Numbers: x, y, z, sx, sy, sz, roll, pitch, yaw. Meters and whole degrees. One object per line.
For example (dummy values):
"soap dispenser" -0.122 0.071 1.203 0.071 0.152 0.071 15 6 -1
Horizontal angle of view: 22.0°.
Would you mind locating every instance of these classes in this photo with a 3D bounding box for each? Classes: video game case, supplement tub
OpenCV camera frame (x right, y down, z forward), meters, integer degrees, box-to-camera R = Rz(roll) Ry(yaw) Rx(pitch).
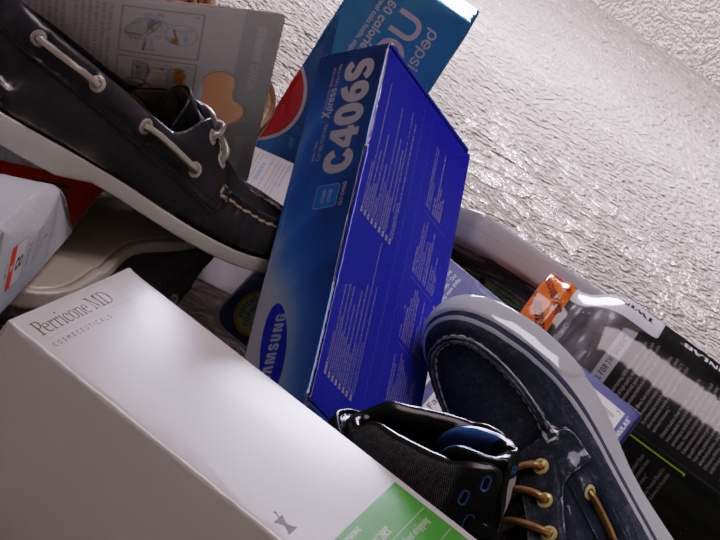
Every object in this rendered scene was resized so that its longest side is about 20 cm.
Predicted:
"video game case" 0.074 -0.007 1.164 0.200 0.023 0.181 30 -5 -41
"supplement tub" 0.159 0.097 1.033 0.200 0.123 0.123 37 18 6

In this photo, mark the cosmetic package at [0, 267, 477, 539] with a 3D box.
"cosmetic package" -0.057 0.098 0.723 0.200 0.085 0.108 38 22 8

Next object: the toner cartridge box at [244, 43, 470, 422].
"toner cartridge box" 0.000 0.000 0.886 0.095 0.043 0.201 48 45 -44

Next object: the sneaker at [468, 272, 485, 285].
"sneaker" 0.011 0.021 1.071 0.090 0.070 0.200 30 13 7

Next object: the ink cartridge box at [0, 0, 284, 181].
"ink cartridge box" -0.143 -0.104 0.881 0.199 0.160 0.047 7 59 -8

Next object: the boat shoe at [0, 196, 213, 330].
"boat shoe" -0.124 0.009 0.862 0.067 0.057 0.200 18 18 15

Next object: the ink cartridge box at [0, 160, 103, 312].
"ink cartridge box" -0.204 -0.044 0.799 0.161 0.050 0.200 12 22 2

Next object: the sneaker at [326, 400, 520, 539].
"sneaker" 0.056 0.133 0.780 0.200 0.112 0.073 34 21 4

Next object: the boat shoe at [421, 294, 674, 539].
"boat shoe" 0.081 0.109 0.853 0.201 0.071 0.091 55 42 -2

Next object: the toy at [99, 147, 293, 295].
"toy" -0.128 -0.042 0.992 0.199 0.047 0.115 25 43 0

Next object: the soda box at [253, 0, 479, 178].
"soda box" -0.016 -0.079 1.046 0.068 0.200 0.064 34 15 -1

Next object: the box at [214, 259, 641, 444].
"box" 0.032 0.055 0.941 0.200 0.032 0.121 40 59 4

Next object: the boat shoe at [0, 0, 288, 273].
"boat shoe" -0.096 -0.059 0.843 0.200 0.060 0.074 28 7 -33

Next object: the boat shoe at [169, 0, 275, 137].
"boat shoe" -0.106 -0.129 0.904 0.065 0.072 0.200 1 -36 51
